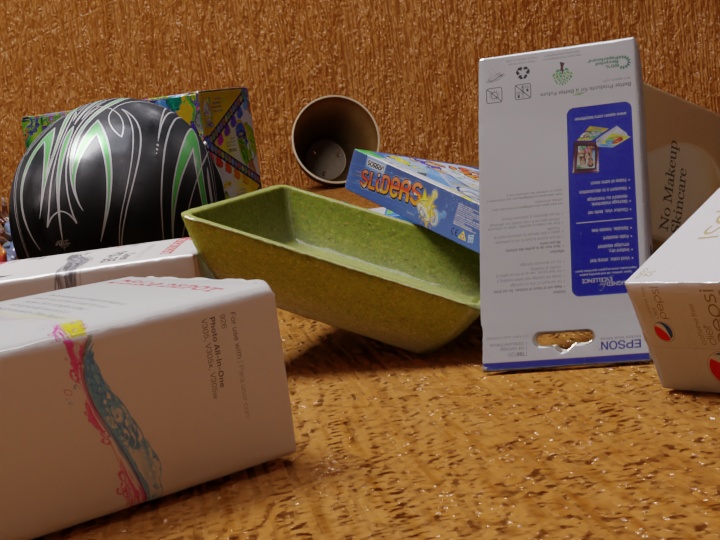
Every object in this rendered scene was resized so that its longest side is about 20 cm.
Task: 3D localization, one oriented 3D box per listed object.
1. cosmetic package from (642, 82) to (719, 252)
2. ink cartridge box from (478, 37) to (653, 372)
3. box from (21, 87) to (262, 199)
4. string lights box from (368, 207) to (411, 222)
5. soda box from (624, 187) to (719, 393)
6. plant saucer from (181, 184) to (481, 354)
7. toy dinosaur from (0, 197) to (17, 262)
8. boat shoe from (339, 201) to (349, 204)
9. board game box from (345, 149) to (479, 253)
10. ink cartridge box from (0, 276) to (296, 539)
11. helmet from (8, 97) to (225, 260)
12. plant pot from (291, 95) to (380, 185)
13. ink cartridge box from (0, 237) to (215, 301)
[{"bbox_3d":[0.191,-0.064,0.884,0.199,0.106,0.071,12,-9,-36],"label":"cosmetic package"},{"bbox_3d":[0.120,-0.035,0.761,0.099,0.202,0.039,-4,-21,18],"label":"ink cartridge box"},{"bbox_3d":[-0.212,-0.074,1.305,0.198,0.195,0.122,-5,8,19],"label":"box"},{"bbox_3d":[0.078,-0.036,1.226,0.198,0.060,0.103,-7,8,5],"label":"string lights box"},{"bbox_3d":[0.220,-0.019,0.658,0.068,0.064,0.200,-1,30,49],"label":"soda box"},{"bbox_3d":[0.000,0.000,0.872,0.198,0.048,0.200,17,13,12],"label":"plant saucer"},{"bbox_3d":[-0.439,-0.027,1.650,0.198,0.106,0.181,2,22,-31],"label":"toy dinosaur"},{"bbox_3d":[-0.030,-0.018,1.104,0.073,0.075,0.200,-27,16,2],"label":"boat shoe"},{"bbox_3d":[0.098,-0.044,0.984,0.135,0.035,0.200,5,16,-38],"label":"board game box"},{"bbox_3d":[-0.150,0.061,0.593,0.199,0.088,0.145,-15,10,-36],"label":"ink cartridge box"},{"bbox_3d":[-0.210,-0.052,1.128,0.198,0.193,0.200,-8,8,1],"label":"helmet"},{"bbox_3d":[-0.063,-0.260,2.780,0.185,0.188,0.200,-9,-6,-9],"label":"plant pot"},{"bbox_3d":[-0.192,0.033,0.875,0.198,0.084,0.147,-8,7,0],"label":"ink cartridge box"}]
